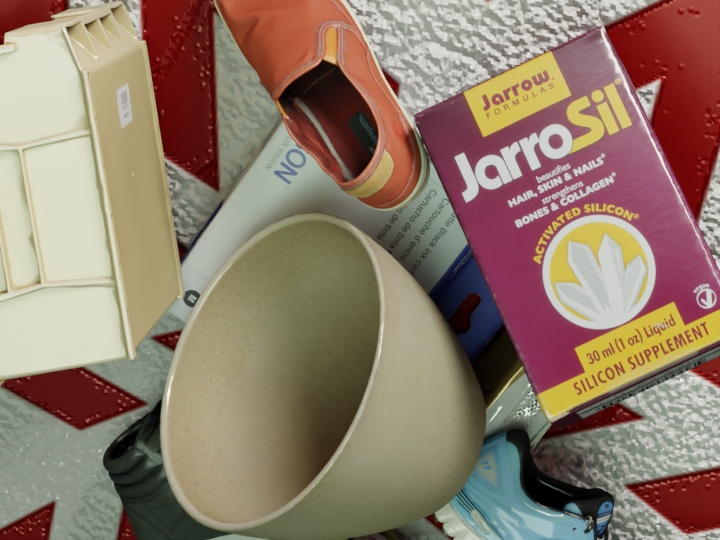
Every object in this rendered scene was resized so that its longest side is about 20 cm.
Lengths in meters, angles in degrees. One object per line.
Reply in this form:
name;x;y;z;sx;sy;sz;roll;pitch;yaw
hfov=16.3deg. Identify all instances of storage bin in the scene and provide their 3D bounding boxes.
storage bin;-0.179;-0.051;1.510;0.093;0.200;0.200;-8;99;7

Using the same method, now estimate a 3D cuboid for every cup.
cup;-0.006;0.084;1.542;0.143;0.201;0.200;26;121;-36

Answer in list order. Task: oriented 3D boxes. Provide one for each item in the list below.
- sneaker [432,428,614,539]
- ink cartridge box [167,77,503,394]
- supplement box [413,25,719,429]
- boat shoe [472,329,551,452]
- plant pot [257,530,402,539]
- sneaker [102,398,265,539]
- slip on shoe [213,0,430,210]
sneaker;0.134;0.184;1.585;0.090;0.078;0.200;-42;94;16
ink cartridge box;0.000;0.000;1.613;0.199;0.041;0.200;33;116;-7
supplement box;0.132;-0.023;1.492;0.130;0.103;0.201;-26;81;6
boat shoe;0.141;0.043;1.600;0.069;0.071;0.200;33;114;-22
plant pot;-0.049;0.256;1.680;0.187;0.187;0.200;38;101;-9
sneaker;-0.089;0.125;1.660;0.199;0.071;0.100;-21;113;29
slip on shoe;-0.030;-0.122;1.512;0.074;0.061;0.201;-41;68;20
